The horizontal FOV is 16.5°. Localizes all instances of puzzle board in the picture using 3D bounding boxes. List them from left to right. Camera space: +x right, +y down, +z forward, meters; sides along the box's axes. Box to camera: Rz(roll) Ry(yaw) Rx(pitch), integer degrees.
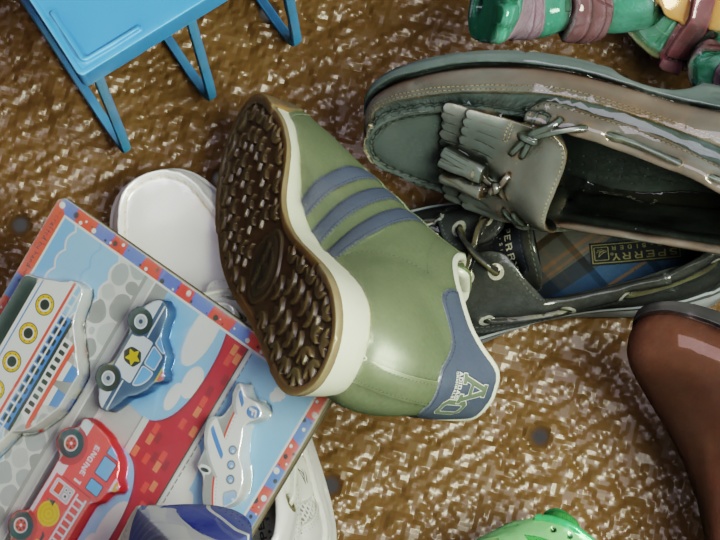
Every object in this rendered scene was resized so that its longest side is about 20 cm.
[{"bbox_3d":[-0.119,0.093,1.020,0.150,0.017,0.201,33,96,21],"label":"puzzle board"}]

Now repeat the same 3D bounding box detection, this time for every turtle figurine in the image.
[{"bbox_3d":[0.147,-0.125,1.062,0.199,0.101,0.151,8,59,-17],"label":"turtle figurine"}]

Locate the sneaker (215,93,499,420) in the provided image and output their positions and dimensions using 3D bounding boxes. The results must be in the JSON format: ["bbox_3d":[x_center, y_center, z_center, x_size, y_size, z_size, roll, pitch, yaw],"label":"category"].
[{"bbox_3d":[0.000,0.000,1.020,0.089,0.201,0.067,17,114,-22],"label":"sneaker"}]

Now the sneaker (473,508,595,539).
[{"bbox_3d":[0.057,0.138,1.012,0.198,0.074,0.084,10,67,-5],"label":"sneaker"}]

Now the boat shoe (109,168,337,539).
[{"bbox_3d":[-0.061,0.038,1.051,0.070,0.069,0.201,-23,69,2],"label":"boat shoe"}]

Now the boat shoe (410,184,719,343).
[{"bbox_3d":[0.068,-0.006,1.066,0.198,0.057,0.069,-9,70,0],"label":"boat shoe"}]

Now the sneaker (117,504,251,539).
[{"bbox_3d":[-0.043,0.186,0.977,0.114,0.081,0.201,0,106,-21],"label":"sneaker"}]

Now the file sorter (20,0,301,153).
[{"bbox_3d":[-0.064,-0.165,1.096,0.199,0.123,0.139,-32,71,-8],"label":"file sorter"}]

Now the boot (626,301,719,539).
[{"bbox_3d":[0.128,0.135,0.959,0.189,0.068,0.200,53,56,-15],"label":"boot"}]

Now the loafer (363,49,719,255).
[{"bbox_3d":[0.094,-0.043,1.012,0.198,0.072,0.063,6,51,11],"label":"loafer"}]
